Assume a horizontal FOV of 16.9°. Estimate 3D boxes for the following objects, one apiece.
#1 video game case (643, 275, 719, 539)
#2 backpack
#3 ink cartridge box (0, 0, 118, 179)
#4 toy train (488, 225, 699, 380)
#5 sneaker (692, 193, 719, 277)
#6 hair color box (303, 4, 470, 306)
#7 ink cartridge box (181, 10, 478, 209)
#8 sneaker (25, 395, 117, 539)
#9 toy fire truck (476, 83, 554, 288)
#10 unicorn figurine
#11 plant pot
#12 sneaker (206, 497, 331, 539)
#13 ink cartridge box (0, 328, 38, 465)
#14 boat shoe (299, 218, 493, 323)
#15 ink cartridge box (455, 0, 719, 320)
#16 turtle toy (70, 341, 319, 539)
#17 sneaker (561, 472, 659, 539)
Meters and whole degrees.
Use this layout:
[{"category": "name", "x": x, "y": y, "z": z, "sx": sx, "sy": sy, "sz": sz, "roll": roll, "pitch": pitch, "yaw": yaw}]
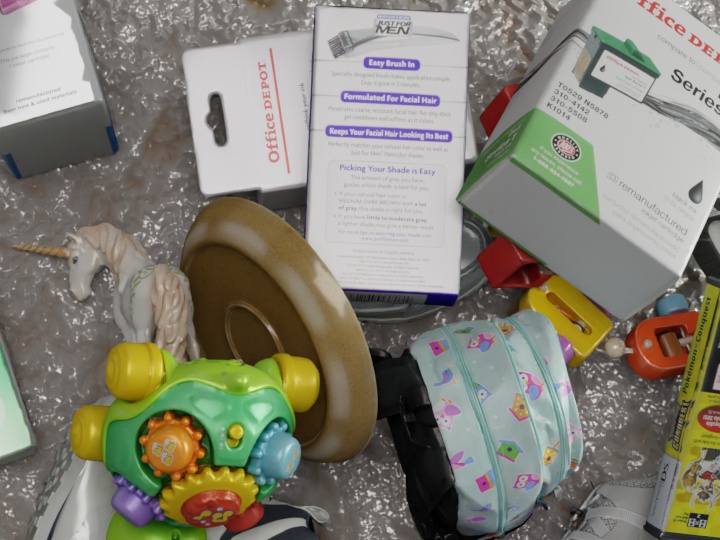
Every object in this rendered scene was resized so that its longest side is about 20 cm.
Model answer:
[{"category": "video game case", "x": 0.303, "y": 0.106, "z": 1.667, "sx": 0.200, "sy": 0.025, "sz": 0.181, "roll": 9, "pitch": 99, "yaw": -26}, {"category": "backpack", "x": 0.078, "y": 0.099, "z": 1.642, "sx": 0.126, "sy": 0.200, "sz": 0.167, "roll": -23, "pitch": 79, "yaw": -7}, {"category": "ink cartridge box", "x": -0.241, "y": -0.183, "z": 1.720, "sx": 0.085, "sy": 0.145, "sz": 0.200, "roll": -15, "pitch": 79, "yaw": -4}, {"category": "toy train", "x": 0.170, "y": 0.009, "z": 1.744, "sx": 0.150, "sy": 0.056, "sz": 0.200, "roll": -14, "pitch": 69, "yaw": -27}, {"category": "sneaker", "x": 0.306, "y": 0.013, "z": 1.733, "sx": 0.076, "sy": 0.115, "sz": 0.201, "roll": -12, "pitch": 112, "yaw": 34}, {"category": "hair color box", "x": 0.017, "y": -0.079, "z": 1.682, "sx": 0.109, "sy": 0.065, "sz": 0.200, "roll": 3, "pitch": 82, "yaw": -2}, {"category": "ink cartridge box", "x": -0.023, "y": -0.112, "z": 1.752, "sx": 0.200, "sy": 0.067, "sz": 0.116, "roll": -8, "pitch": 79, "yaw": -4}, {"category": "sneaker", "x": -0.191, "y": 0.186, "z": 1.687, "sx": 0.080, "sy": 0.076, "sz": 0.200, "roll": 20, "pitch": 82, "yaw": -9}, {"category": "toy fire truck", "x": 0.156, "y": -0.074, "z": 1.720, "sx": 0.200, "sy": 0.049, "sz": 0.141, "roll": -16, "pitch": 72, "yaw": -30}, {"category": "unicorn figurine", "x": -0.154, "y": 0.030, "z": 1.694, "sx": 0.074, "sy": 0.200, "sz": 0.138, "roll": -17, "pitch": 93, "yaw": -32}, {"category": "plant pot", "x": -0.064, "y": 0.047, "z": 1.652, "sx": 0.027, "sy": 0.200, "sz": 0.200, "roll": -29, "pitch": 79, "yaw": -31}, {"category": "sneaker", "x": -0.062, "y": 0.248, "z": 1.665, "sx": 0.129, "sy": 0.080, "sz": 0.199, "roll": 1, "pitch": 67, "yaw": 7}, {"category": "ink cartridge box", "x": -0.345, "y": 0.084, "z": 1.709, "sx": 0.200, "sy": 0.050, "sz": 0.161, "roll": -19, "pitch": 79, "yaw": -8}, {"category": "boat shoe", "x": -0.001, "y": -0.001, "z": 1.730, "sx": 0.202, "sy": 0.065, "sz": 0.075, "roll": -6, "pitch": 79, "yaw": -5}, {"category": "ink cartridge box", "x": 0.176, "y": -0.092, "z": 1.657, "sx": 0.146, "sy": 0.084, "sz": 0.200, "roll": 35, "pitch": 56, "yaw": -9}, {"category": "turtle toy", "x": -0.112, "y": 0.129, "z": 1.586, "sx": 0.146, "sy": 0.200, "sz": 0.101, "roll": 5, "pitch": 52, "yaw": -25}, {"category": "sneaker", "x": 0.170, "y": 0.189, "z": 1.700, "sx": 0.200, "sy": 0.075, "sz": 0.082, "roll": -26, "pitch": 71, "yaw": -18}]
